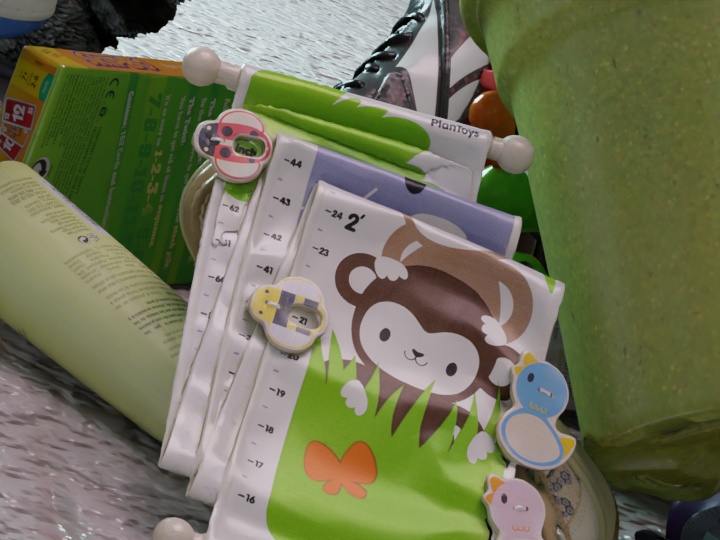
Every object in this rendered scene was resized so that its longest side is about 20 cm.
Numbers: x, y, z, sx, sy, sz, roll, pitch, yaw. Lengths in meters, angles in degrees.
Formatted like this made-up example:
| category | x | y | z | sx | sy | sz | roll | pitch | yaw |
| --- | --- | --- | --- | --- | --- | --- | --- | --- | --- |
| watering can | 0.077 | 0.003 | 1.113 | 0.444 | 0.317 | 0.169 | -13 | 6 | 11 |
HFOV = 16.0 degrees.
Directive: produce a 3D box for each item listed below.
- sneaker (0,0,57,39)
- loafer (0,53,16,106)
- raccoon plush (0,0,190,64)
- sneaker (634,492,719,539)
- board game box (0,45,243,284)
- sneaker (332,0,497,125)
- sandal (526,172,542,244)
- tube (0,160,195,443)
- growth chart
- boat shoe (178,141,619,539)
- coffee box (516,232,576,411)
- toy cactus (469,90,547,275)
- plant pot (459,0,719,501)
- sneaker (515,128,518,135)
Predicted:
| category | x | y | z | sx | sy | sz | roll | pitch | yaw |
| --- | --- | --- | --- | --- | --- | --- | --- | --- | --- |
| sneaker | -0.178 | -0.070 | 0.973 | 0.077 | 0.112 | 0.200 | 10 | 1 | -34 |
| loafer | -0.132 | -0.050 | 1.125 | 0.199 | 0.073 | 0.072 | 7 | 44 | -31 |
| raccoon plush | -0.175 | -0.130 | 1.136 | 0.134 | 0.200 | 0.097 | 8 | 52 | -45 |
| sneaker | 0.196 | 0.068 | 0.995 | 0.087 | 0.075 | 0.200 | 27 | 43 | 36 |
| board game box | -0.089 | -0.040 | 1.057 | 0.030 | 0.096 | 0.200 | 29 | 14 | 27 |
| sneaker | 0.018 | -0.076 | 1.185 | 0.098 | 0.201 | 0.071 | 21 | -20 | -15 |
| sandal | 0.109 | -0.059 | 1.160 | 0.045 | 0.075 | 0.200 | 57 | 16 | -21 |
| tube | -0.072 | 0.034 | 0.905 | 0.200 | 0.052 | 0.058 | 37 | 56 | 27 |
| growth chart | 0.003 | 0.026 | 0.835 | 0.144 | 0.201 | 0.018 | 10 | -29 | -11 |
| boat shoe | 0.010 | 0.032 | 0.874 | 0.200 | 0.073 | 0.063 | 44 | 12 | 12 |
| coffee box | 0.155 | 0.020 | 1.190 | 0.199 | 0.080 | 0.113 | 9 | 16 | -12 |
| toy cactus | 0.000 | 0.000 | 1.024 | 0.165 | 0.103 | 0.200 | 0 | 35 | 41 |
| plant pot | 0.138 | -0.021 | 0.912 | 0.199 | 0.185 | 0.200 | -2 | -19 | -1 |
| sneaker | 0.109 | -0.015 | 1.275 | 0.199 | 0.105 | 0.060 | 22 | 12 | 1 |
